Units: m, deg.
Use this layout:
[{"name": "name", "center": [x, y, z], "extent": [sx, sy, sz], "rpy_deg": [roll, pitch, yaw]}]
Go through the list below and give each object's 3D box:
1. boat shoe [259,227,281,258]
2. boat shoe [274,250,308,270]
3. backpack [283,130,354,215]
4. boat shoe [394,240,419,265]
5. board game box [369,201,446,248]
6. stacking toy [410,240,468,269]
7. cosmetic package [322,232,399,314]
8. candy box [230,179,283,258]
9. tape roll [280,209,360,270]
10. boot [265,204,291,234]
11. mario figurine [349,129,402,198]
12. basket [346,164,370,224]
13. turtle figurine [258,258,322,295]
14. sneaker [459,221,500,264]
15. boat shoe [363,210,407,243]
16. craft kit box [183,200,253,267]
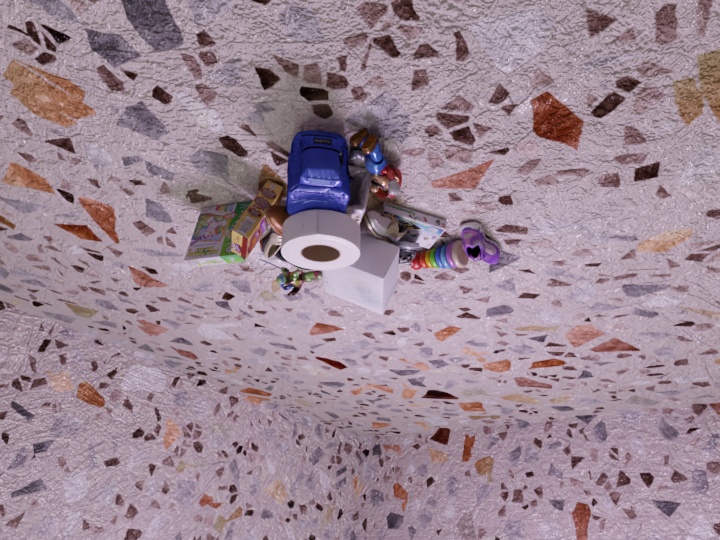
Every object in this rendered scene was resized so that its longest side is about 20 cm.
[{"name": "boat shoe", "center": [-0.241, -0.100, 1.641], "extent": [0.071, 0.063, 0.200], "rpy_deg": [-8, 163, -38]}, {"name": "boat shoe", "center": [-0.212, -0.054, 1.810], "extent": [0.198, 0.075, 0.066], "rpy_deg": [25, 175, 3]}, {"name": "backpack", "center": [-0.095, -0.250, 1.350], "extent": [0.161, 0.202, 0.168], "rpy_deg": [7, 146, -12]}, {"name": "boat shoe", "center": [0.132, -0.050, 1.693], "extent": [0.073, 0.069, 0.199], "rpy_deg": [6, 176, -9]}, {"name": "board game box", "center": [0.141, -0.132, 1.659], "extent": [0.198, 0.035, 0.126], "rpy_deg": [16, 151, -12]}, {"name": "stacking toy", "center": [0.240, -0.039, 1.763], "extent": [0.199, 0.086, 0.085], "rpy_deg": [-10, 147, 41]}, {"name": "cosmetic package", "center": [0.000, 0.000, 1.614], "extent": [0.198, 0.123, 0.201], "rpy_deg": [20, 148, 15]}, {"name": "candy box", "center": [-0.293, -0.146, 1.578], "extent": [0.056, 0.201, 0.117], "rpy_deg": [26, 150, 0]}, {"name": "tape roll", "center": [-0.099, -0.073, 1.390], "extent": [0.200, 0.072, 0.203], "rpy_deg": [1, 156, 0]}, {"name": "boot", "center": [-0.130, -0.132, 1.427], "extent": [0.154, 0.075, 0.199], "rpy_deg": [-10, 160, 37]}, {"name": "mario figurine", "center": [0.035, -0.249, 1.402], "extent": [0.105, 0.124, 0.200], "rpy_deg": [-18, 139, 18]}, {"name": "basket", "center": [-0.080, -0.202, 1.499], "extent": [0.198, 0.137, 0.124], "rpy_deg": [10, 155, -2]}, {"name": "turtle figurine", "center": [-0.213, -0.016, 1.919], "extent": [0.193, 0.201, 0.144], "rpy_deg": [4, 130, -42]}, {"name": "sneaker", "center": [0.358, -0.061, 1.673], "extent": [0.080, 0.089, 0.200], "rpy_deg": [-15, 144, 34]}, {"name": "boat shoe", "center": [0.071, -0.131, 1.556], "extent": [0.068, 0.075, 0.200], "rpy_deg": [-26, 162, 17]}, {"name": "craft kit box", "center": [-0.418, -0.110, 1.681], "extent": [0.198, 0.199, 0.049], "rpy_deg": [-6, 149, 22]}]
